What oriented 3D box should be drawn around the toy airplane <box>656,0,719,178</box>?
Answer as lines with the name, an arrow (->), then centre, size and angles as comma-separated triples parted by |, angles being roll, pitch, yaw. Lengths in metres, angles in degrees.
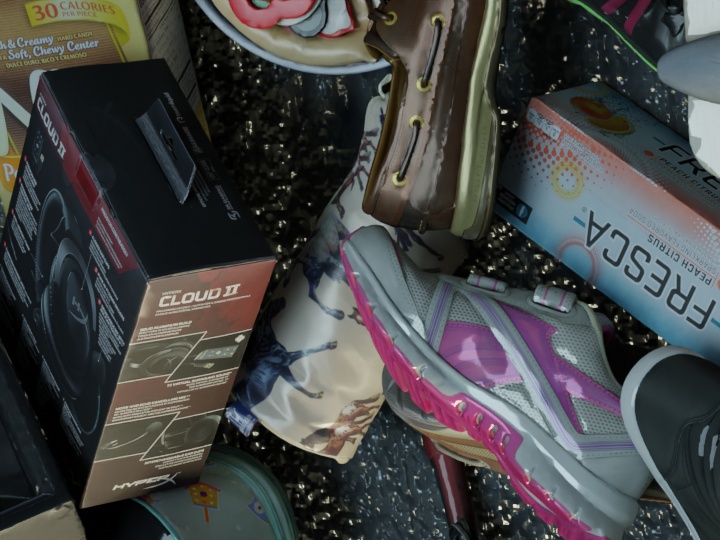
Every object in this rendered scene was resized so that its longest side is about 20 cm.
toy airplane -> 0.170, -0.170, 1.109 | 0.199, 0.141, 0.200 | -41, 88, 11

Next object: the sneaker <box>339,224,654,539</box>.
sneaker -> 0.074, 0.042, 1.253 | 0.200, 0.081, 0.088 | 43, 81, 11

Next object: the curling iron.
curling iron -> 0.048, 0.084, 1.388 | 0.050, 0.025, 0.201 | 146, 114, -70

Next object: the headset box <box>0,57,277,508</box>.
headset box -> -0.122, 0.000, 1.346 | 0.149, 0.077, 0.200 | 59, 144, 33

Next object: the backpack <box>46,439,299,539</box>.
backpack -> -0.114, 0.180, 1.465 | 0.200, 0.153, 0.177 | 8, 106, 51

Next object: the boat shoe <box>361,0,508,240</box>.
boat shoe -> 0.035, -0.116, 1.255 | 0.067, 0.072, 0.201 | 3, 94, -3

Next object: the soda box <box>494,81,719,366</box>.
soda box -> 0.160, -0.010, 1.253 | 0.200, 0.063, 0.069 | 39, 122, 27

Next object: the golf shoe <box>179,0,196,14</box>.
golf shoe -> -0.133, -0.172, 1.453 | 0.200, 0.072, 0.092 | -46, 70, 37

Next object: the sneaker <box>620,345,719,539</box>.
sneaker -> 0.200, 0.124, 1.186 | 0.200, 0.071, 0.099 | 51, 173, -21

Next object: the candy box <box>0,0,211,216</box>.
candy box -> -0.148, -0.087, 1.426 | 0.115, 0.055, 0.201 | 3, 130, 18

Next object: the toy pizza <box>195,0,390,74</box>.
toy pizza -> -0.016, -0.201, 1.334 | 0.199, 0.032, 0.201 | 2, 95, 20

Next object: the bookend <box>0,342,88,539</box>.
bookend -> -0.271, 0.102, 1.381 | 0.092, 0.198, 0.200 | 83, 161, -58

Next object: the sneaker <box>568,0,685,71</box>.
sneaker -> 0.139, -0.143, 1.215 | 0.200, 0.084, 0.077 | 30, 79, 30

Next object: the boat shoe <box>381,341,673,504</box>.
boat shoe -> 0.110, 0.077, 1.316 | 0.199, 0.072, 0.076 | 17, 68, 22

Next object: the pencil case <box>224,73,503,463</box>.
pencil case -> 0.000, 0.000, 1.355 | 0.089, 0.078, 0.201 | 29, 107, -3
